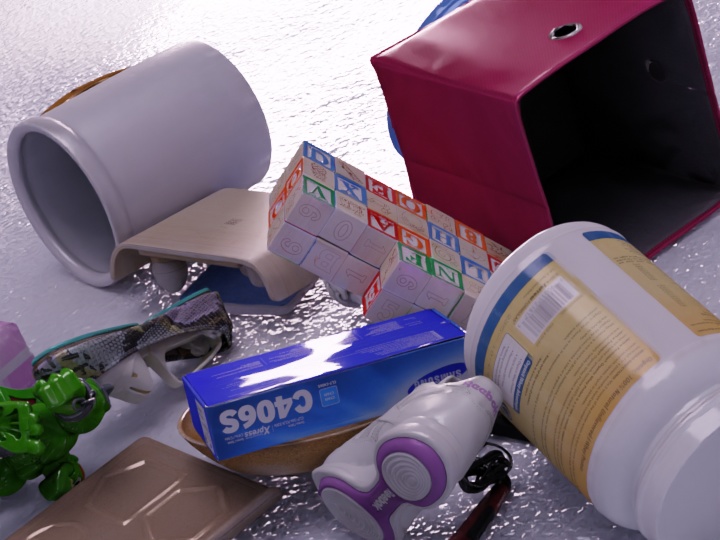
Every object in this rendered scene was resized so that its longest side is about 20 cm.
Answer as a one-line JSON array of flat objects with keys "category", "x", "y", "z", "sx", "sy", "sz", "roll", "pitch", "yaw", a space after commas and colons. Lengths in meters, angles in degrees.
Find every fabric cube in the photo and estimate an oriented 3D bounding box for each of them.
[{"category": "fabric cube", "x": 0.160, "y": -0.120, "z": 1.639, "sx": 0.195, "sy": 0.201, "sz": 0.199, "roll": -33, "pitch": 31, "yaw": -23}]

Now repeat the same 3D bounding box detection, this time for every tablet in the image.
[{"category": "tablet", "x": -0.067, "y": -0.020, "z": 1.799, "sx": 0.129, "sy": 0.014, "sz": 0.200, "roll": 2, "pitch": 35, "yaw": 34}]

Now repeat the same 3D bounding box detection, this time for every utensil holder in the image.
[{"category": "utensil holder", "x": -0.206, "y": -0.107, "z": 1.879, "sx": 0.199, "sy": 0.171, "sz": 0.169, "roll": -34, "pitch": 31, "yaw": -30}]

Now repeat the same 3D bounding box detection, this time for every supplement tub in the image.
[{"category": "supplement tub", "x": 0.176, "y": 0.077, "z": 1.295, "sx": 0.144, "sy": 0.145, "sz": 0.200, "roll": -29, "pitch": 48, "yaw": -19}]

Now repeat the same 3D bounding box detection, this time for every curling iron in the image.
[{"category": "curling iron", "x": 0.053, "y": 0.187, "z": 1.330, "sx": 0.026, "sy": 0.049, "sz": 0.200, "roll": -51, "pitch": 4, "yaw": 47}]

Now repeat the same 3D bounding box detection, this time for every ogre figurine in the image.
[{"category": "ogre figurine", "x": -0.264, "y": 0.134, "z": 1.523, "sx": 0.098, "sy": 0.201, "sz": 0.120, "roll": 38, "pitch": 19, "yaw": 17}]

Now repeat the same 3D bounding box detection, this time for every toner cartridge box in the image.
[{"category": "toner cartridge box", "x": -0.022, "y": 0.080, "z": 1.427, "sx": 0.198, "sy": 0.044, "sz": 0.095, "roll": -15, "pitch": 15, "yaw": -12}]

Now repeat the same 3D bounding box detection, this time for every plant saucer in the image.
[{"category": "plant saucer", "x": -0.037, "y": 0.111, "z": 1.483, "sx": 0.198, "sy": 0.036, "sz": 0.200, "roll": -11, "pitch": 13, "yaw": 3}]

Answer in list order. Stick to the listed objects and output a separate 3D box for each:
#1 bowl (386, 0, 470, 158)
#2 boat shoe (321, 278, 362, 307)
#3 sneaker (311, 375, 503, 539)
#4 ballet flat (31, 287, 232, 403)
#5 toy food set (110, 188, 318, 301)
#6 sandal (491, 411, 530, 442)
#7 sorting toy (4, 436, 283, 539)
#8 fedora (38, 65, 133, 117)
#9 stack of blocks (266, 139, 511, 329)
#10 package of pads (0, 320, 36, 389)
[{"category": "bowl", "x": 0.110, "y": -0.171, "z": 1.777, "sx": 0.200, "sy": 0.202, "sz": 0.039, "roll": -33, "pitch": 53, "yaw": -25}, {"category": "boat shoe", "x": 0.000, "y": 0.000, "z": 1.645, "sx": 0.065, "sy": 0.073, "sz": 0.201, "roll": -38, "pitch": 44, "yaw": 15}, {"category": "sneaker", "x": 0.036, "y": 0.128, "z": 1.345, "sx": 0.100, "sy": 0.075, "sz": 0.200, "roll": -45, "pitch": 5, "yaw": -30}, {"category": "ballet flat", "x": -0.176, "y": 0.070, "z": 1.619, "sx": 0.072, "sy": 0.073, "sz": 0.199, "roll": 8, "pitch": 20, "yaw": 41}, {"category": "toy food set", "x": -0.107, "y": -0.016, "z": 1.756, "sx": 0.199, "sy": 0.061, "sz": 0.143, "roll": 8, "pitch": 27, "yaw": 37}, {"category": "sandal", "x": 0.138, "y": 0.093, "z": 1.434, "sx": 0.198, "sy": 0.045, "sz": 0.075, "roll": 4, "pitch": 35, "yaw": 36}, {"category": "sorting toy", "x": -0.175, "y": 0.201, "z": 1.452, "sx": 0.185, "sy": 0.037, "sz": 0.199, "roll": -37, "pitch": 28, "yaw": -30}, {"category": "fedora", "x": -0.244, "y": -0.153, "z": 2.075, "sx": 0.199, "sy": 0.082, "sz": 0.201, "roll": -17, "pitch": 22, "yaw": 7}, {"category": "stack of blocks", "x": 0.027, "y": -0.009, "z": 1.533, "sx": 0.059, "sy": 0.199, "sz": 0.116, "roll": -55, "pitch": 18, "yaw": 25}, {"category": "package of pads", "x": -0.380, "y": 0.115, "z": 1.682, "sx": 0.120, "sy": 0.076, "sz": 0.200, "roll": 4, "pitch": 35, "yaw": 38}]
